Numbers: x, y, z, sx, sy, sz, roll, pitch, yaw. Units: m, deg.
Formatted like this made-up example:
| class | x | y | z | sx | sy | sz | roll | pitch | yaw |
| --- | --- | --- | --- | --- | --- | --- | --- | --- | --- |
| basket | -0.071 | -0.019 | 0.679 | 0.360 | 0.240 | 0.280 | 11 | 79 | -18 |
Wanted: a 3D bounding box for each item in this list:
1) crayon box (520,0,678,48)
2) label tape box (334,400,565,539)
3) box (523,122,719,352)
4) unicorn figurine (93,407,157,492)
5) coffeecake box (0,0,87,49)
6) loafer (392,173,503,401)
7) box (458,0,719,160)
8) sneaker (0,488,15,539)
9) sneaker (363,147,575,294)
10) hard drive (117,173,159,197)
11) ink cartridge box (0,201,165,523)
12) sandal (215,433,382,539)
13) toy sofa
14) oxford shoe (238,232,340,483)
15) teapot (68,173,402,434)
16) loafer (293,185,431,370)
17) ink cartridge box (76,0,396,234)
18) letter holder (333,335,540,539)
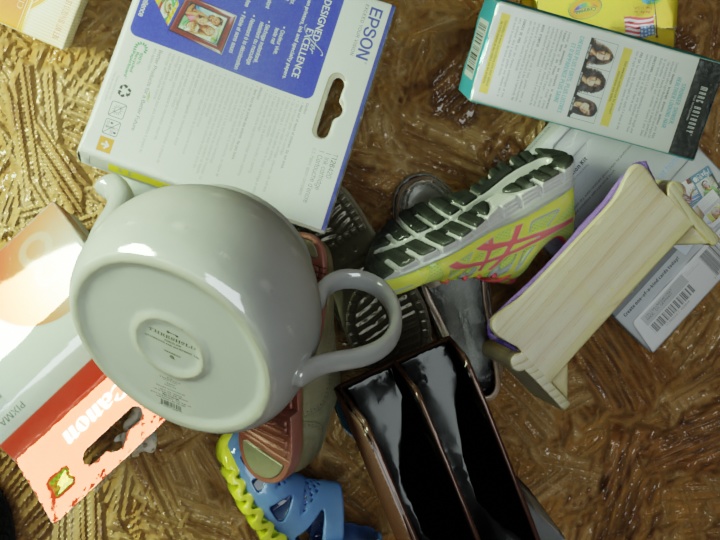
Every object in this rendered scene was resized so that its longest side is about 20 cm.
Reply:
| class | x | y | z | sx | sy | sz | roll | pitch | yaw |
| --- | --- | --- | --- | --- | --- | --- | --- | --- | --- |
| crayon box | 0.199 | -0.270 | 1.160 | 0.125 | 0.051 | 0.203 | 1 | 99 | -7 |
| label tape box | 0.068 | 0.157 | 1.163 | 0.063 | 0.144 | 0.200 | -45 | 102 | 2 |
| box | 0.231 | -0.054 | 1.205 | 0.200 | 0.041 | 0.156 | 42 | 92 | -12 |
| unicorn figurine | -0.154 | 0.076 | 1.146 | 0.136 | 0.073 | 0.203 | -7 | 87 | 38 |
| coffeecake box | -0.293 | -0.283 | 1.081 | 0.198 | 0.073 | 0.155 | 22 | 97 | -10 |
| loafer | 0.082 | 0.015 | 1.184 | 0.071 | 0.063 | 0.202 | -19 | 101 | -3 |
| box | 0.186 | -0.156 | 1.129 | 0.198 | 0.049 | 0.083 | 14 | 105 | -12 |
| sneaker | -0.361 | 0.182 | 1.162 | 0.082 | 0.072 | 0.202 | -22 | 101 | 21 |
| sneaker | 0.097 | -0.018 | 1.128 | 0.198 | 0.078 | 0.091 | -26 | 121 | -13 |
| hard drive | -0.124 | -0.128 | 1.121 | 0.130 | 0.026 | 0.203 | 6 | 80 | -9 |
| ink cartridge box | -0.244 | 0.070 | 1.100 | 0.162 | 0.050 | 0.200 | -42 | 60 | 3 |
| sandal | -0.050 | 0.206 | 1.196 | 0.087 | 0.079 | 0.201 | -36 | 110 | -4 |
| toy sofa | 0.184 | 0.007 | 1.137 | 0.098 | 0.083 | 0.200 | 43 | 86 | -12 |
| oxford shoe | -0.049 | 0.065 | 1.113 | 0.070 | 0.074 | 0.202 | 21 | 108 | 30 |
| teapot | -0.100 | 0.010 | 1.014 | 0.196 | 0.146 | 0.201 | -20 | 116 | 42 |
| loafer | 0.000 | 0.000 | 1.171 | 0.075 | 0.068 | 0.201 | -25 | 118 | 2 |
| ink cartridge box | -0.095 | -0.147 | 1.095 | 0.198 | 0.047 | 0.200 | 20 | 77 | -8 |
| letter holder | 0.070 | 0.169 | 1.020 | 0.100 | 0.142 | 0.202 | -23 | 100 | -4 |
